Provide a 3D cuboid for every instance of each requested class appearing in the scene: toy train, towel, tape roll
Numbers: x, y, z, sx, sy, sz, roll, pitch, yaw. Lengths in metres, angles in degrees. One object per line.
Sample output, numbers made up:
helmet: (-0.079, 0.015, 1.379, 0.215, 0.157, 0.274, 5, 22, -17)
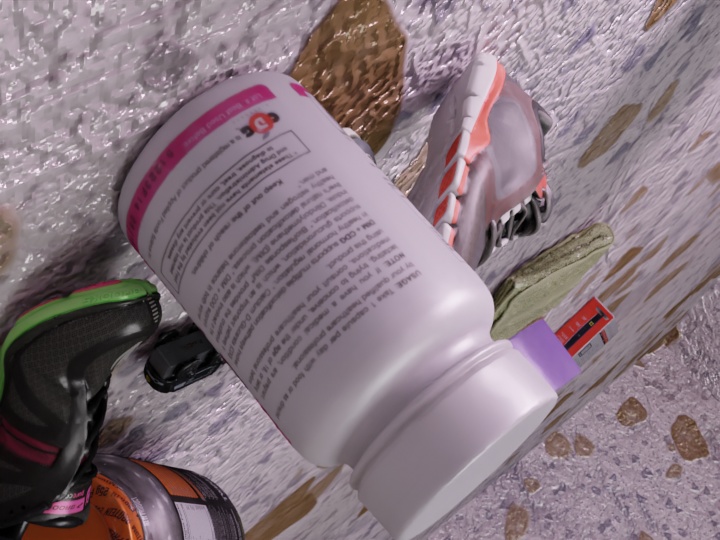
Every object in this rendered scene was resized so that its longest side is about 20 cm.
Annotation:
toy train: (-0.064, 0.039, 0.713, 0.199, 0.034, 0.046, -21, 156, -49)
towel: (0.211, 0.023, 1.269, 0.199, 0.037, 0.149, -28, 159, -38)
tape roll: (0.179, 0.154, 1.378, 0.199, 0.085, 0.200, -34, 168, -8)

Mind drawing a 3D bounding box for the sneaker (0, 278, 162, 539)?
sneaker: (-0.152, 0.082, 0.539, 0.200, 0.084, 0.077, -50, 161, 24)

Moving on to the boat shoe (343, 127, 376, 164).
boat shoe: (0.000, 0.000, 0.662, 0.073, 0.062, 0.201, -40, 149, -31)

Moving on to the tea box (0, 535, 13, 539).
tea box: (-0.205, 0.199, 0.407, 0.134, 0.200, 0.196, -44, 135, 8)

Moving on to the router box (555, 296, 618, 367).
router box: (0.352, 0.136, 1.816, 0.179, 0.049, 0.200, -44, 163, 4)

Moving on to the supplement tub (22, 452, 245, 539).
supplement tub: (-0.157, 0.186, 0.709, 0.122, 0.123, 0.200, -42, 162, -1)

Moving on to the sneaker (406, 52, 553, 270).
sneaker: (0.075, -0.043, 0.603, 0.077, 0.081, 0.201, -49, -163, 49)

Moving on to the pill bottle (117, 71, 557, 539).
pill bottle: (-0.011, 0.015, 0.493, 0.113, 0.200, 0.114, -37, 162, -15)
